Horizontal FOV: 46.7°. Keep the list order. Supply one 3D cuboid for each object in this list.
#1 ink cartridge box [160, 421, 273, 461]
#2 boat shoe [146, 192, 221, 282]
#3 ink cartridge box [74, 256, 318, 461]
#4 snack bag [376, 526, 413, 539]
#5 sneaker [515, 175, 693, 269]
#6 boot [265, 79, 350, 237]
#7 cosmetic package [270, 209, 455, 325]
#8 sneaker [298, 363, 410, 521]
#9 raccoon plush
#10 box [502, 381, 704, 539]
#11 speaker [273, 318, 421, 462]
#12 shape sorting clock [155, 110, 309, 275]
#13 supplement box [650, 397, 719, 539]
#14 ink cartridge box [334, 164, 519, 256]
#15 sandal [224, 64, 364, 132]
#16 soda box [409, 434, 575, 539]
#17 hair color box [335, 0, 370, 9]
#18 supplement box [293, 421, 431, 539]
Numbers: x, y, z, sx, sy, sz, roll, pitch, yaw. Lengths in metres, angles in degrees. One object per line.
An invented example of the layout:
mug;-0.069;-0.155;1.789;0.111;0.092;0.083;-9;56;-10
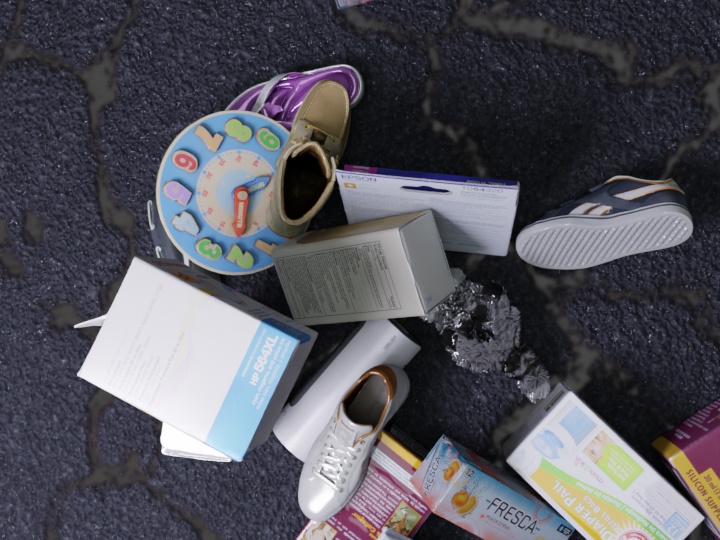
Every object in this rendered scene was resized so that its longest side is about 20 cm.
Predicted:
ink cartridge box;-0.153;0.129;0.975;0.083;0.200;0.147;6;90;8
boat shoe;-0.223;-0.007;1.056;0.060;0.075;0.202;-13;81;23
ink cartridge box;-0.162;0.074;0.813;0.199;0.129;0.126;27;91;5
snack bag;0.025;0.404;0.973;0.200;0.188;0.021;-52;38;2
sneaker;0.284;-0.057;0.985;0.198;0.079;0.080;-9;44;20
boot;-0.053;-0.139;0.957;0.072;0.155;0.201;23;85;-7
cosmetic package;0.000;0.000;0.964;0.199;0.071;0.106;-6;108;40
sneaker;-0.021;0.191;0.934;0.072;0.085;0.201;29;92;20
raccoon plush;0.133;0.077;1.015;0.096;0.134;0.201;-34;117;-9
box;0.274;0.241;0.963;0.200;0.101;0.113;43;94;7
speaker;-0.018;0.141;1.017;0.081;0.081;0.200;41;95;7
shape sorting clock;-0.149;-0.094;1.023;0.198;0.039;0.202;-4;100;-25
supplement box;0.455;0.203;0.938;0.199;0.103;0.131;-36;84;5
ink cartridge box;0.079;-0.077;0.950;0.195;0.200;0.044;7;70;8
sandal;-0.095;-0.212;1.050;0.201;0.050;0.083;-24;85;7
soda box;0.152;0.265;0.947;0.199;0.064;0.069;35;94;-30
hair color box;-0.029;-0.438;1.021;0.060;0.100;0.202;-13;87;6
supplement box;0.010;0.294;1.006;0.110;0.086;0.201;37;93;7
